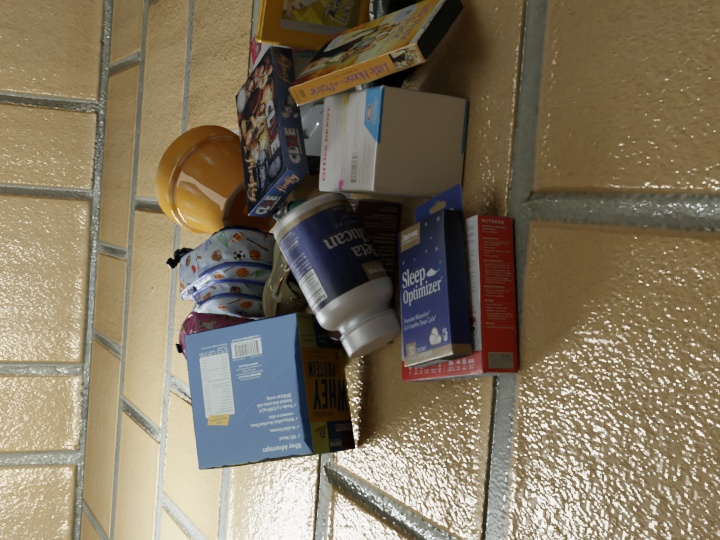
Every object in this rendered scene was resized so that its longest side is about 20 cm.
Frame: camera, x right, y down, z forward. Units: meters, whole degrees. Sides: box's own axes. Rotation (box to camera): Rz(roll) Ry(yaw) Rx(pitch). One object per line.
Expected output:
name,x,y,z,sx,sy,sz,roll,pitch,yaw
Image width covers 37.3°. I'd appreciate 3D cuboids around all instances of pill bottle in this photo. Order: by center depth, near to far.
pill bottle,-0.023,0.009,1.398,0.201,0.111,0.111,62,147,12

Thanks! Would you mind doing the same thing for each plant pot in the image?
plant pot,-0.243,-0.142,1.939,0.183,0.200,0.201,33,118,45

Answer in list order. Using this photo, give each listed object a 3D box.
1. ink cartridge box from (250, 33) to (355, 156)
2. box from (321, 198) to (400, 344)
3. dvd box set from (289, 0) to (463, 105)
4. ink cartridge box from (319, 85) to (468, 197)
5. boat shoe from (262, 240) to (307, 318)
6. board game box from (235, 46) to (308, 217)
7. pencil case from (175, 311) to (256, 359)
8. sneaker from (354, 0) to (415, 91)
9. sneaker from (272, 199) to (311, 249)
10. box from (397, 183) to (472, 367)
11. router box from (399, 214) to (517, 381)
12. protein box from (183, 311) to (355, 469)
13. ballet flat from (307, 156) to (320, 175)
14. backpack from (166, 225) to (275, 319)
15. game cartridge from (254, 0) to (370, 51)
ink cartridge box,-0.070,-0.291,1.605,0.145,0.144,0.201,134,134,-54
box,0.000,0.000,1.510,0.100,0.075,0.201,-170,85,-65
dvd box set,0.019,-0.280,1.345,0.199,0.029,0.147,-12,32,37
ink cartridge box,0.033,-0.162,1.388,0.200,0.125,0.129,-169,83,-65
boat shoe,-0.112,0.026,1.753,0.065,0.072,0.201,43,131,44
board game box,-0.128,-0.195,1.507,0.135,0.034,0.201,-42,51,51
pencil case,-0.207,0.124,1.802,0.083,0.199,0.087,50,122,48
sneaker,0.049,-0.314,1.453,0.091,0.066,0.201,50,134,49
sneaker,-0.077,-0.039,1.589,0.200,0.080,0.072,76,-154,-52
box,0.084,0.008,1.254,0.121,0.032,0.201,153,118,-63
router box,0.113,0.040,1.283,0.200,0.049,0.180,160,110,-64
protein box,-0.134,0.180,1.576,0.198,0.135,0.201,-12,80,24
ballet flat,-0.086,-0.249,1.742,0.066,0.057,0.201,134,133,-54
backpack,-0.208,0.006,1.838,0.190,0.199,0.155,-44,50,47
game cartridge,-0.038,-0.393,1.483,0.032,0.199,0.177,-141,57,-63
